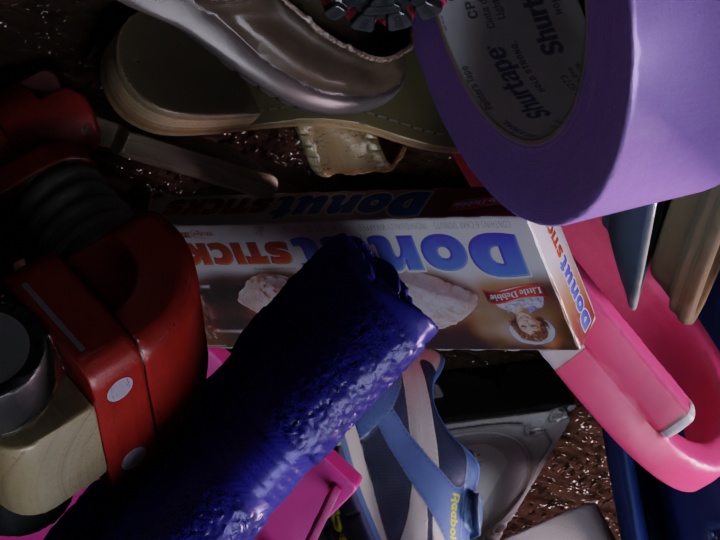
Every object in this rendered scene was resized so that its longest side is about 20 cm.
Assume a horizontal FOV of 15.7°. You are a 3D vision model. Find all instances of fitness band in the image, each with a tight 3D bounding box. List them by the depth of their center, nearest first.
[{"bbox_3d":[0.107,0.010,1.176,0.037,0.144,0.200,-35,101,19],"label":"fitness band"}]

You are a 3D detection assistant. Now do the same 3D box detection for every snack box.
[{"bbox_3d":[0.000,0.000,1.116,0.199,0.024,0.072,-1,128,33],"label":"snack box"}]

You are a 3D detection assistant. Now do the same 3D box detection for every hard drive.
[{"bbox_3d":[0.021,0.133,1.425,0.139,0.038,0.200,-5,141,-31],"label":"hard drive"}]

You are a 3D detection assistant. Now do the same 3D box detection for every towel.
[{"bbox_3d":[-0.056,0.071,1.019,0.200,0.050,0.148,-48,-173,1],"label":"towel"}]

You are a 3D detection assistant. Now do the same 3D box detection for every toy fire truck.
[{"bbox_3d":[-0.107,-0.009,1.036,0.200,0.176,0.129,-33,148,-20],"label":"toy fire truck"}]

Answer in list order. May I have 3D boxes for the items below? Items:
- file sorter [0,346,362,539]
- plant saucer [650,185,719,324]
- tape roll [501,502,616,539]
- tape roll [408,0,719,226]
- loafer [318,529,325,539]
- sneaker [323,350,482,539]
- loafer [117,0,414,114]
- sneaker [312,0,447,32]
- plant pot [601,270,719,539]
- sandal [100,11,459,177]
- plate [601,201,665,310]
[{"bbox_3d":[-0.126,0.135,1.187,0.200,0.139,0.125,-46,-176,24],"label":"file sorter"},{"bbox_3d":[0.175,-0.073,1.174,0.200,0.029,0.201,23,90,-81],"label":"plant saucer"},{"bbox_3d":[0.046,0.184,1.376,0.202,0.037,0.203,-26,170,-5],"label":"tape roll"},{"bbox_3d":[0.080,-0.121,0.982,0.065,0.201,0.201,-14,144,-22],"label":"tape roll"},{"bbox_3d":[-0.041,0.125,1.306,0.199,0.068,0.071,9,125,-18],"label":"loafer"},{"bbox_3d":[0.029,0.127,1.249,0.082,0.201,0.074,-14,176,-26],"label":"sneaker"},{"bbox_3d":[-0.044,-0.121,0.996,0.200,0.073,0.071,23,118,-43],"label":"loafer"},{"bbox_3d":[-0.026,-0.179,0.937,0.080,0.075,0.200,-17,129,13],"label":"sneaker"},{"bbox_3d":[0.236,0.078,1.348,0.199,0.201,0.179,0,165,-39],"label":"plant pot"},{"bbox_3d":[-0.018,-0.074,1.109,0.211,0.078,0.070,0,158,-27],"label":"sandal"},{"bbox_3d":[0.130,-0.083,1.118,0.025,0.201,0.201,13,143,8],"label":"plate"}]
